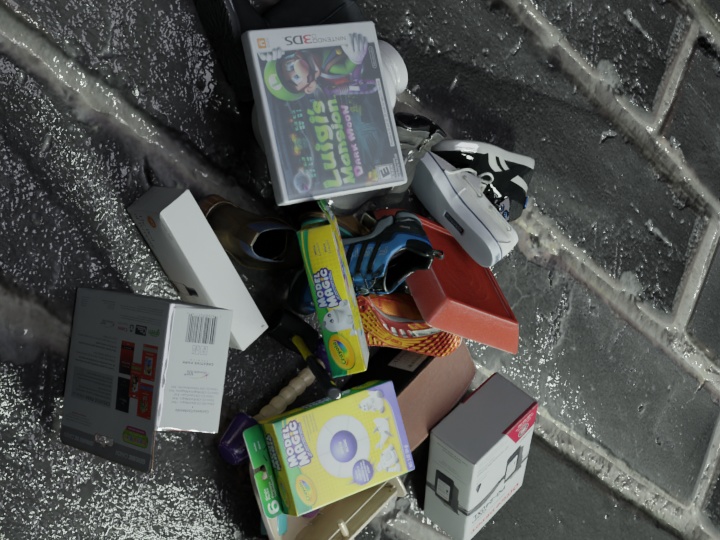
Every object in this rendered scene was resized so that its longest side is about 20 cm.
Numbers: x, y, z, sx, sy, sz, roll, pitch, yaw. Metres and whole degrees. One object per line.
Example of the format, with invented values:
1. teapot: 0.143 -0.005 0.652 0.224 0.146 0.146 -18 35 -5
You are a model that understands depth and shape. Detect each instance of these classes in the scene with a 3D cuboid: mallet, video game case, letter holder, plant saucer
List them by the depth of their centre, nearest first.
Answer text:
1. video game case: -0.039 -0.188 1.463 0.180 0.023 0.203 -12 90 -34
2. mallet: -0.055 0.111 1.517 0.066 0.200 0.041 35 97 -35
3. plant saucer: 0.125 0.006 1.668 0.037 0.201 0.199 -42 141 25
4. letter holder: 0.065 0.189 1.690 0.200 0.100 0.143 -42 122 -29

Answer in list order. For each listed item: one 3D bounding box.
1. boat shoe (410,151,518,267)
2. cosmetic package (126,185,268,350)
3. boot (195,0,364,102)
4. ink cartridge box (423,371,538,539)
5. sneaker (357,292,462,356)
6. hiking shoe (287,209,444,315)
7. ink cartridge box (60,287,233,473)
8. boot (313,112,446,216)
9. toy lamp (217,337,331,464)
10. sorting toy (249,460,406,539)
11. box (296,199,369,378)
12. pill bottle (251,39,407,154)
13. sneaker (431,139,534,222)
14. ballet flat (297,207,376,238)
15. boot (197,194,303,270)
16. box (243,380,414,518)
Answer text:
1. boat shoe: 0.143 -0.105 1.690 0.086 0.075 0.202 -34 74 -26
2. cosmetic package: -0.190 -0.001 1.459 0.051 0.082 0.201 -44 120 -29
3. boot: -0.094 -0.323 1.517 0.199 0.065 0.166 -37 126 -29
4. ink cartridge box: 0.165 0.264 1.736 0.145 0.083 0.201 -39 148 -31
5. sneaker: 0.038 0.060 1.643 0.198 0.077 0.074 18 118 -6
6. hiking shoe: 0.000 0.000 1.556 0.199 0.087 0.075 -32 133 -1
7. ink cartridge box: -0.237 0.117 1.353 0.083 0.199 0.178 8 89 -41
8. boot: 0.018 -0.144 1.584 0.199 0.070 0.132 -17 147 -54
9. toy lamp: -0.100 0.167 1.572 0.200 0.058 0.059 -41 119 -30
10. sorting toy: -0.066 0.270 1.566 0.200 0.106 0.181 -41 124 -27
11. box: -0.034 0.017 1.475 0.048 0.117 0.203 -12 95 3
12. pill bottle: -0.033 -0.210 1.552 0.200 0.112 0.113 -39 118 -31
13. sneaker: 0.174 -0.119 1.767 0.198 0.073 0.114 8 88 -42
14. ballet flat: -0.008 -0.049 1.630 0.199 0.067 0.073 33 54 -38
15. boot: -0.107 -0.026 1.500 0.199 0.096 0.075 22 95 -51
16. box: -0.039 0.216 1.512 0.198 0.048 0.119 -17 93 -27
